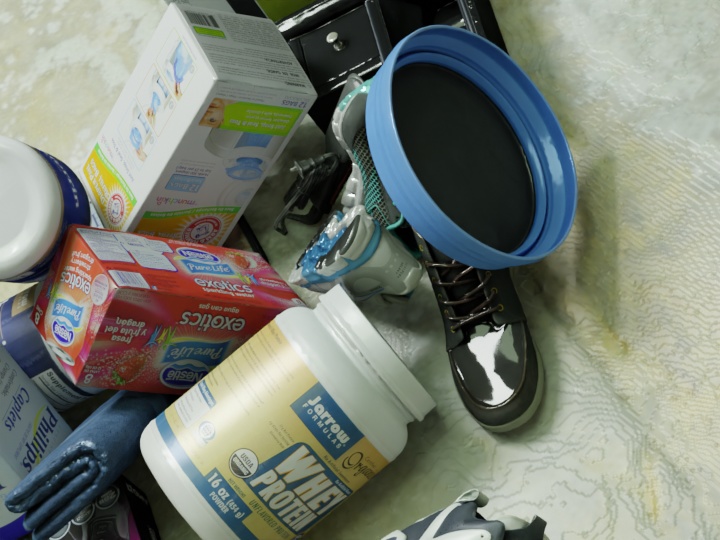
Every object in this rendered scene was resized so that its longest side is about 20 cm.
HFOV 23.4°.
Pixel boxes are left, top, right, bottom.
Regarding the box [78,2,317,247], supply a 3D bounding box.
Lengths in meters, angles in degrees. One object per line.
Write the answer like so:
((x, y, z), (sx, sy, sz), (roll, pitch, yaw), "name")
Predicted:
((-0.144, -0.117, 1.506), (0.200, 0.112, 0.102), (-54, 50, 32), "box")

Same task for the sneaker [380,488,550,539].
((0.092, 0.236, 1.228), (0.130, 0.079, 0.199), (-42, 37, 9), "sneaker")

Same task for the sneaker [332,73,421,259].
((0.032, -0.081, 1.424), (0.077, 0.200, 0.091), (-31, 59, -13), "sneaker")

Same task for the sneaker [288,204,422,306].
((0.000, 0.000, 1.428), (0.075, 0.086, 0.200), (-59, 11, -5), "sneaker")

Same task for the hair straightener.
((-0.035, -0.095, 1.487), (0.041, 0.077, 0.200), (59, 139, 21), "hair straightener")

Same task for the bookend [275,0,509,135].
((0.031, -0.165, 1.539), (0.199, 0.092, 0.199), (-25, 49, 14), "bookend")

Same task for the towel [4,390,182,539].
((-0.205, 0.140, 1.414), (0.112, 0.049, 0.200), (-38, 4, 22), "towel")

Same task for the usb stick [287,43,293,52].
((-0.132, -0.155, 1.597), (0.200, 0.033, 0.056), (-22, 68, 43), "usb stick")

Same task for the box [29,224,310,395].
((-0.153, 0.037, 1.423), (0.100, 0.199, 0.096), (46, 117, 43), "box")

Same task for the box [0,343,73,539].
((-0.368, 0.144, 1.457), (0.183, 0.200, 0.105), (-27, 24, 19), "box")

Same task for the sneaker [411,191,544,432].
((0.083, 0.026, 1.364), (0.075, 0.106, 0.201), (-23, 50, 14), "sneaker")

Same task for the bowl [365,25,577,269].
((0.085, -0.093, 1.349), (0.039, 0.200, 0.201), (-31, 42, 42), "bowl")

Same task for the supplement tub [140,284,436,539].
((-0.055, 0.121, 1.352), (0.200, 0.145, 0.145), (-40, 47, 0), "supplement tub")

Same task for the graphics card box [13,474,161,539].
((-0.208, 0.275, 1.396), (0.125, 0.051, 0.200), (-32, 47, 7), "graphics card box")

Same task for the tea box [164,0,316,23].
((-0.092, -0.298, 1.632), (0.196, 0.200, 0.134), (-33, 47, 4), "tea box")

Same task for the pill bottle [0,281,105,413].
((-0.280, 0.071, 1.533), (0.199, 0.111, 0.111), (-27, 49, 17), "pill bottle")

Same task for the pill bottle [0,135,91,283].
((-0.288, -0.047, 1.449), (0.115, 0.200, 0.116), (0, 89, 1), "pill bottle")

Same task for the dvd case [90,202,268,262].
((-0.178, -0.032, 1.617), (0.142, 0.018, 0.200), (-36, 47, 5), "dvd case")
